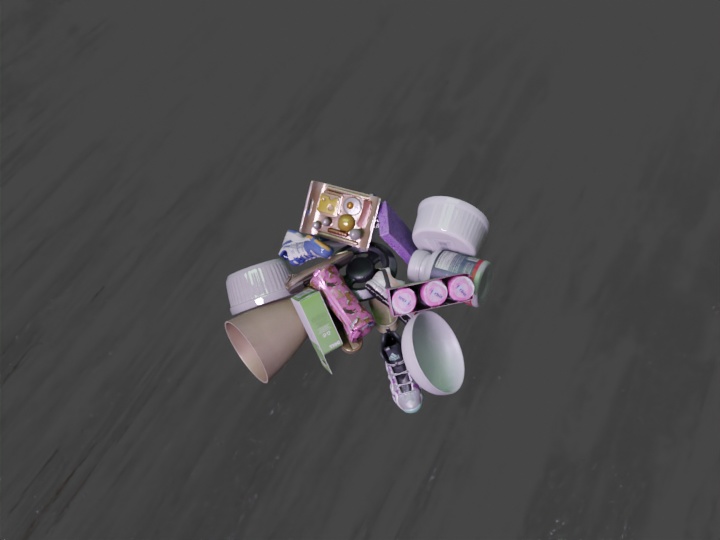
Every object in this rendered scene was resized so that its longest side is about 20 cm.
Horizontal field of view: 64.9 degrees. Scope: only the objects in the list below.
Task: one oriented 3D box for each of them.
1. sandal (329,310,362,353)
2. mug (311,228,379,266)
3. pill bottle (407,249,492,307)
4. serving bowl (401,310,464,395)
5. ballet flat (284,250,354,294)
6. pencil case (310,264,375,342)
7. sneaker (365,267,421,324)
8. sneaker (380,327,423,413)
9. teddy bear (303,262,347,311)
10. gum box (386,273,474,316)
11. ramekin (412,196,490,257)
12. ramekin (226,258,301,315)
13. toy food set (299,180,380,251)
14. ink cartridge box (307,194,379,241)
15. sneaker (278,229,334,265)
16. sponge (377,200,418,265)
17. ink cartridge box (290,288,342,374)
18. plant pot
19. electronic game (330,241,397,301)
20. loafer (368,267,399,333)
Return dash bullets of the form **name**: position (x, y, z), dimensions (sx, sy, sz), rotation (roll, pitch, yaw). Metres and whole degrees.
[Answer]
- **sandal**: position (-0.036, 0.150, 1.490), dimensions (0.080, 0.054, 0.201), rotation (-15, 41, -3)
- **mug**: position (-0.042, -0.113, 1.648), dimensions (0.174, 0.148, 0.202), rotation (9, 88, 15)
- **pill bottle**: position (0.229, 0.012, 1.468), dimensions (0.198, 0.120, 0.120), rotation (16, 61, 28)
- **serving bowl**: position (0.160, 0.198, 1.328), dimensions (0.066, 0.199, 0.202), rotation (-28, 44, 37)
- **ballet flat**: position (-0.109, -0.005, 1.478), dimensions (0.199, 0.067, 0.047), rotation (-29, 69, -4)
- **pencil case**: position (-0.046, 0.080, 1.412), dimensions (0.082, 0.087, 0.201), rotation (-29, 71, -22)
- **sneaker**: position (0.108, 0.073, 1.434), dimensions (0.080, 0.200, 0.074), rotation (-51, 13, -20)
- **sneaker**: position (0.087, 0.227, 1.341), dimensions (0.077, 0.140, 0.201), rotation (-22, 50, 3)
- **teddy bear**: position (-0.090, 0.043, 1.550), dimensions (0.143, 0.067, 0.201), rotation (-7, 37, 11)
- **gum box**: position (0.165, 0.055, 1.333), dimensions (0.198, 0.114, 0.067), rotation (-12, 89, -1)
- **ramekin**: position (0.233, -0.100, 1.504), dimensions (0.199, 0.201, 0.098), rotation (13, 66, 26)
- **ramekin**: position (-0.271, 0.041, 1.545), dimensions (0.198, 0.200, 0.106), rotation (-19, 88, 4)
- **toy food set**: position (-0.054, -0.145, 1.499), dimensions (0.198, 0.060, 0.145), rotation (16, 99, 12)
- **ink cartridge box**: position (-0.045, -0.140, 1.551), dimensions (0.198, 0.044, 0.095), rotation (-13, 93, 15)
- **sneaker**: position (-0.145, -0.047, 1.506), dimensions (0.199, 0.075, 0.089), rotation (18, 79, 53)
- **sponge**: position (0.108, -0.090, 1.534), dimensions (0.030, 0.200, 0.112), rotation (-22, 51, 22)
- **ink cartridge box**: position (-0.100, 0.148, 1.418), dimensions (0.059, 0.202, 0.104), rotation (-26, 10, -15)
- **plant pot**: position (-0.219, 0.158, 1.485), dimensions (0.199, 0.188, 0.187), rotation (-35, 51, -25)
- **electronic game**: position (0.000, 0.000, 1.518), dimensions (0.198, 0.042, 0.201), rotation (-7, 50, 8)
- **loafer**: position (0.054, 0.076, 1.510), dimensions (0.075, 0.068, 0.201), rotation (-18, 51, 5)
